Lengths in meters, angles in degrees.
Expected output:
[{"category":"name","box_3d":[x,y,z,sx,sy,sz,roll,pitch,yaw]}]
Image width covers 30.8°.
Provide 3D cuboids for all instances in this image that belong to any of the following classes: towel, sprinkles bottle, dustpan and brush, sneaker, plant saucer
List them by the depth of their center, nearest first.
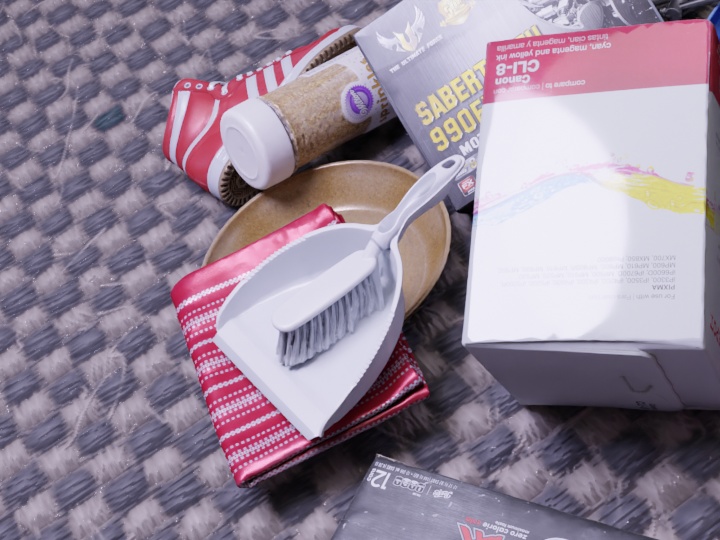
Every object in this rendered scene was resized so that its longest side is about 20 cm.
[{"category":"dustpan and brush","box_3d":[0.000,0.000,0.868,0.200,0.057,0.139,-39,46,-13]},{"category":"towel","box_3d":[-0.049,0.045,0.907,0.144,0.023,0.201,-27,45,-1]},{"category":"plant saucer","box_3d":[-0.024,0.000,0.979,0.198,0.036,0.201,-12,45,13]},{"category":"sprinkles bottle","box_3d":[-0.016,-0.138,1.056,0.199,0.069,0.068,-31,43,-25]},{"category":"sneaker","box_3d":[-0.086,-0.151,1.124,0.112,0.071,0.200,28,66,36]}]

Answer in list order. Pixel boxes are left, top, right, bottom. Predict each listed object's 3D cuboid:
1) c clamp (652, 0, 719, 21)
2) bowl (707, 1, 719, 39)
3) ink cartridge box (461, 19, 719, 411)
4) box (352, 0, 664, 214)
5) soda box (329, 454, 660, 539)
[{"category":"c clamp","box_3d":[0.275,-0.270,1.100,0.170,0.027,0.201,-9,42,41]},{"category":"bowl","box_3d":[0.354,-0.162,0.971,0.199,0.040,0.202,-12,45,12]},{"category":"ink cartridge box","box_3d":[0.155,-0.025,0.807,0.143,0.145,0.202,-2,69,22]},{"category":"box","box_3d":[0.118,-0.161,0.970,0.199,0.048,0.159,-32,82,12]},{"category":"soda box","box_3d":[0.084,0.174,0.749,0.198,0.064,0.071,12,54,32]}]
